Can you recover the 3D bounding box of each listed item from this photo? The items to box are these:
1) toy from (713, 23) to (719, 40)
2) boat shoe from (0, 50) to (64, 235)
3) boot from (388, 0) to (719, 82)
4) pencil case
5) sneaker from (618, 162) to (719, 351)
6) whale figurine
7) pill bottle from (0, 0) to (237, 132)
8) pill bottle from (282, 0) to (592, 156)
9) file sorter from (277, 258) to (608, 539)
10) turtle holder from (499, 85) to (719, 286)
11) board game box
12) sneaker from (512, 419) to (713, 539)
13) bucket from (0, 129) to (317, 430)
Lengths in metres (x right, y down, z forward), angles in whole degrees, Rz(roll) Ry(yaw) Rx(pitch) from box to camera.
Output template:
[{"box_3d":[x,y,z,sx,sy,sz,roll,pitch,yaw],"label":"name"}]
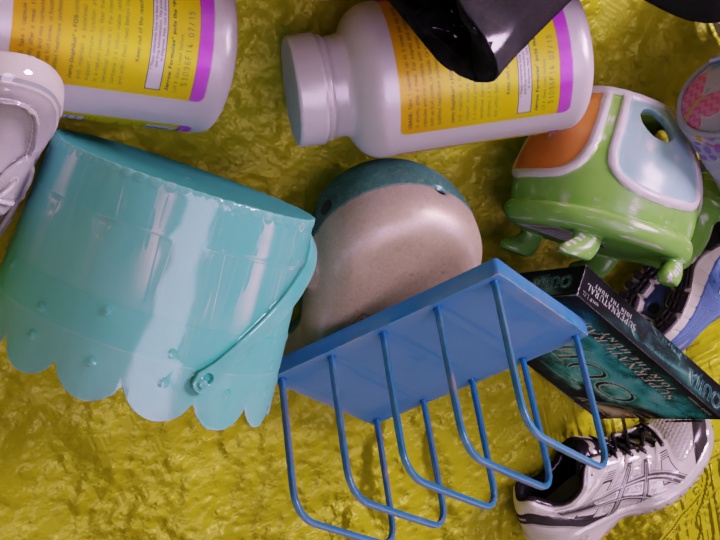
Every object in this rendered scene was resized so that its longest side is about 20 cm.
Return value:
[{"box_3d":[0.319,-0.164,0.871,0.047,0.200,0.116,-42,122,-14],"label":"toy"},{"box_3d":[-0.223,-0.060,0.700,0.071,0.200,0.069,8,68,-30],"label":"boat shoe"},{"box_3d":[0.130,-0.174,0.727,0.200,0.164,0.066,-39,161,-38],"label":"boot"},{"box_3d":[0.315,-0.076,0.894,0.200,0.083,0.091,42,59,-35],"label":"pencil case"},{"box_3d":[0.293,-0.014,1.012,0.201,0.078,0.089,-55,142,2],"label":"sneaker"},{"box_3d":[0.000,0.000,0.888,0.158,0.104,0.200,16,130,-31],"label":"whale figurine"},{"box_3d":[-0.182,-0.146,0.729,0.198,0.104,0.105,4,111,-25],"label":"pill bottle"},{"box_3d":[0.050,-0.136,0.815,0.198,0.104,0.105,-9,116,-10],"label":"pill bottle"},{"box_3d":[0.058,0.104,0.848,0.199,0.124,0.138,-26,147,27],"label":"file sorter"},{"box_3d":[0.206,-0.061,0.905,0.184,0.141,0.133,14,87,-1],"label":"turtle holder"},{"box_3d":[0.186,0.064,0.960,0.200,0.135,0.028,37,63,-30],"label":"board game box"},{"box_3d":[0.225,0.175,1.056,0.199,0.076,0.088,-35,121,-5],"label":"sneaker"},{"box_3d":[-0.130,0.002,0.764,0.206,0.207,0.136,16,98,-27],"label":"bucket"}]
